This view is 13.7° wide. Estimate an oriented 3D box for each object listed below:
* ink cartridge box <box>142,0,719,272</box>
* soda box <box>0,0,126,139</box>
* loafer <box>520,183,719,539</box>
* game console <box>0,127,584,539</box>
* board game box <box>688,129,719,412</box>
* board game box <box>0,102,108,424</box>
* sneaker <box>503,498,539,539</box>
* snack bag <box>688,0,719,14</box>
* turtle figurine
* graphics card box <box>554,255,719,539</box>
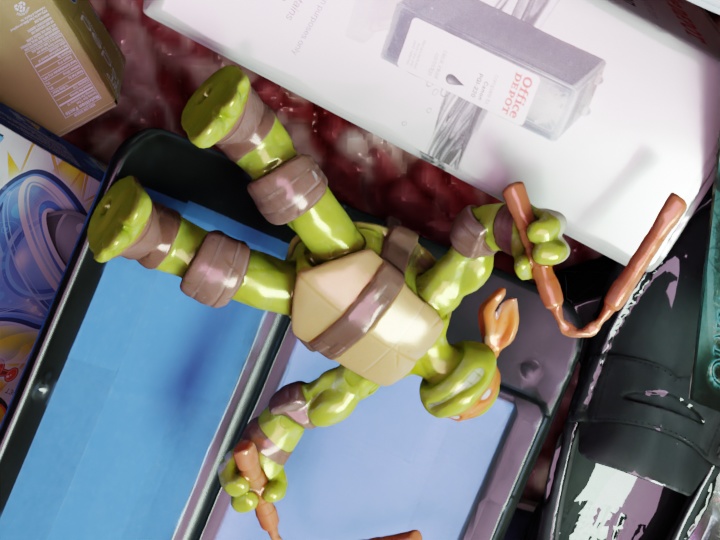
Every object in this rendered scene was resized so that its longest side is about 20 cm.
[{"bbox_3d":[0.030,-0.093,1.066,0.200,0.146,0.085,29,104,-11],"label":"ink cartridge box"},{"bbox_3d":[-0.188,-0.049,1.115,0.200,0.068,0.064,-28,107,8],"label":"soda box"},{"bbox_3d":[0.109,0.060,1.109,0.068,0.070,0.201,19,107,-7],"label":"loafer"},{"bbox_3d":[-0.033,0.073,1.070,0.171,0.118,0.200,23,92,6],"label":"game console"},{"bbox_3d":[0.190,-0.042,1.071,0.028,0.200,0.135,22,122,34],"label":"board game box"},{"bbox_3d":[-0.124,0.023,1.101,0.135,0.034,0.200,-51,135,8],"label":"board game box"},{"bbox_3d":[0.015,0.129,1.173,0.200,0.085,0.075,8,108,-5],"label":"sneaker"},{"bbox_3d":[0.116,-0.167,1.017,0.200,0.189,0.021,26,146,6],"label":"snack bag"},{"bbox_3d":[0.000,0.000,1.016,0.161,0.064,0.200,38,118,-19],"label":"turtle figurine"},{"bbox_3d":[0.163,0.077,1.179,0.125,0.051,0.200,-16,107,4],"label":"graphics card box"}]
